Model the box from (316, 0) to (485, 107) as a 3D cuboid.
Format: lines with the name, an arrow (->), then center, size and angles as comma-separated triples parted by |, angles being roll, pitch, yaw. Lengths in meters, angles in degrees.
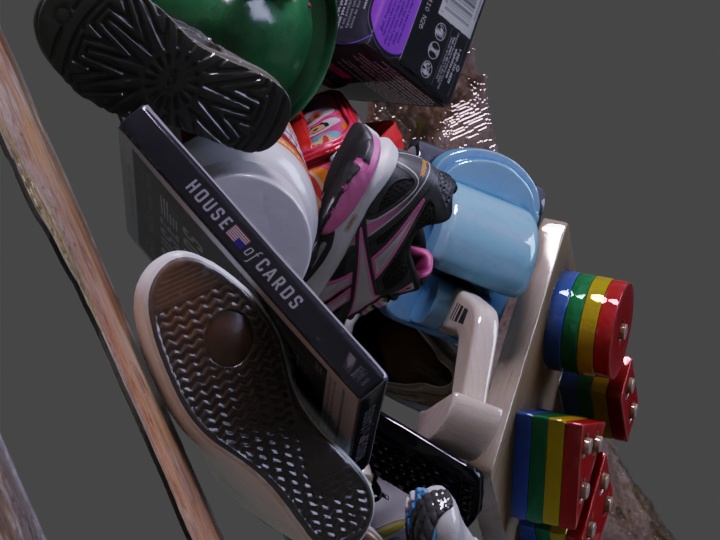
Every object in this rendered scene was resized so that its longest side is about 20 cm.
box -> -0.018, -0.202, 1.831 | 0.199, 0.123, 0.106 | 9, -17, 42

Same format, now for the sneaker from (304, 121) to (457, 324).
sneaker -> 0.000, 0.000, 1.576 | 0.200, 0.086, 0.081 | 121, -16, -46

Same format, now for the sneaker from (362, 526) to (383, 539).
sneaker -> 0.002, 0.209, 1.470 | 0.113, 0.071, 0.201 | -104, 179, -60

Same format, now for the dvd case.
dvd case -> -0.061, 0.016, 1.340 | 0.200, 0.025, 0.150 | 48, -17, 14

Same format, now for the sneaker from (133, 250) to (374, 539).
sneaker -> -0.074, 0.072, 1.308 | 0.084, 0.073, 0.201 | 12, -41, 53

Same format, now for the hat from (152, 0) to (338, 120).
hat -> -0.068, -0.155, 1.614 | 0.200, 0.166, 0.176 | 32, -1, -30

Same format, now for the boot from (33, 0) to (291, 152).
boot -> -0.142, -0.140, 1.488 | 0.181, 0.073, 0.200 | 31, 8, -30

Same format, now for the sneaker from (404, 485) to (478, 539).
sneaker -> 0.077, 0.195, 1.454 | 0.075, 0.086, 0.201 | -97, 174, -47

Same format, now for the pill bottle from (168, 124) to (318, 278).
pill bottle -> -0.084, -0.044, 1.544 | 0.200, 0.109, 0.110 | -111, 178, -71

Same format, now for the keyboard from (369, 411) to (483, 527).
keyboard -> -0.012, 0.114, 1.567 | 0.199, 0.040, 0.104 | 30, -25, 20

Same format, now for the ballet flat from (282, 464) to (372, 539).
ballet flat -> -0.034, 0.121, 1.516 | 0.200, 0.072, 0.068 | 66, 2, -52

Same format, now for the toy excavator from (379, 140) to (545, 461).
toy excavator -> 0.067, 0.016, 1.608 | 0.099, 0.195, 0.200 | 21, 0, -14

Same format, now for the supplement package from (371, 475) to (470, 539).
supplement package -> 0.038, 0.233, 1.654 | 0.200, 0.110, 0.156 | -111, 178, -75

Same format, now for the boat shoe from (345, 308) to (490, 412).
boat shoe -> 0.000, 0.039, 1.711 | 0.199, 0.075, 0.068 | 27, -8, 21

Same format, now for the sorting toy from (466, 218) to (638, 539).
sorting toy -> 0.143, 0.103, 1.705 | 0.199, 0.069, 0.201 | 73, 32, -57

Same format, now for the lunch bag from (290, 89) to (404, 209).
lunch bag -> -0.052, -0.065, 1.763 | 0.200, 0.175, 0.082 | -111, 177, -76
